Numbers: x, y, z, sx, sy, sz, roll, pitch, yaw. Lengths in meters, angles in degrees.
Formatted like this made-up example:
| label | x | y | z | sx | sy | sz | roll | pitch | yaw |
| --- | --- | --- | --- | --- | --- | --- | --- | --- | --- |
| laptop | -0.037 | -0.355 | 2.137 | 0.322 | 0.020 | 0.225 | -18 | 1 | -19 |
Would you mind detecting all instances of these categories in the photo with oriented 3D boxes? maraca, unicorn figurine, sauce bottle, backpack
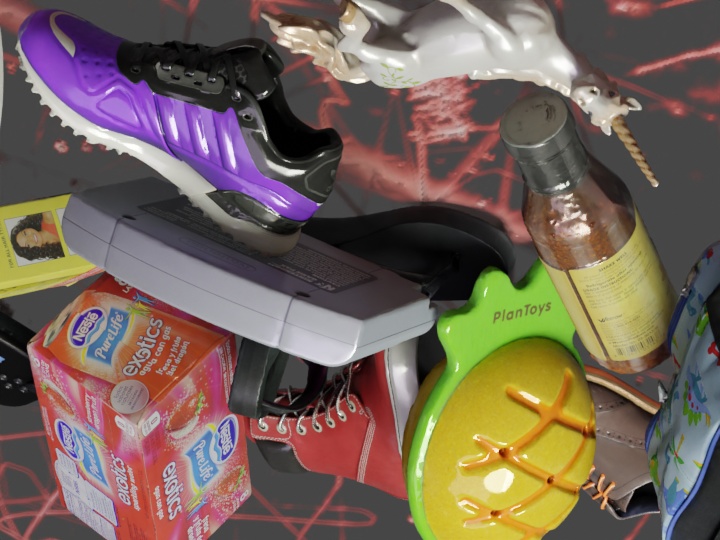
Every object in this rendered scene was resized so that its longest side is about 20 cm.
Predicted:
| label | x | y | z | sx | sy | sz | roll | pitch | yaw |
| --- | --- | --- | --- | --- | --- | --- | --- | --- | --- |
| maraca | 0.086 | 0.085 | 1.598 | 0.107 | 0.137 | 0.201 | 31 | 125 | 43 |
| unicorn figurine | 0.059 | -0.123 | 1.403 | 0.199 | 0.074 | 0.137 | 11 | 157 | 33 |
| sauce bottle | 0.131 | -0.022 | 1.509 | 0.066 | 0.066 | 0.200 | -1 | 142 | 23 |
| backpack | 0.254 | 0.079 | 1.504 | 0.182 | 0.147 | 0.200 | 3 | 139 | -15 |

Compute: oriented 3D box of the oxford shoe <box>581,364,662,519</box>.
| label | x | y | z | sx | sy | sz | roll | pitch | yaw |
| --- | --- | --- | --- | --- | --- | --- | --- | --- | --- |
| oxford shoe | 0.152 | 0.111 | 1.676 | 0.199 | 0.073 | 0.071 | 13 | 146 | 5 |

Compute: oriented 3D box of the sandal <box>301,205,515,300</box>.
| label | x | y | z | sx | sy | sz | roll | pitch | yaw |
| --- | --- | --- | --- | --- | --- | --- | --- | --- | --- |
| sandal | 0.000 | 0.000 | 1.610 | 0.199 | 0.043 | 0.076 | 0 | 142 | 23 |

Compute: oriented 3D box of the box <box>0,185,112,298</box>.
| label | x | y | z | sx | sy | sz | roll | pitch | yaw |
| --- | --- | --- | --- | --- | --- | --- | --- | --- | --- |
| box | -0.232 | -0.007 | 1.583 | 0.075 | 0.050 | 0.200 | -21 | 176 | 40 |

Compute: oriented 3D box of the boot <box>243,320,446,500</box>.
| label | x | y | z | sx | sy | sz | roll | pitch | yaw |
| --- | --- | --- | --- | --- | --- | --- | --- | --- | --- |
| boot | -0.016 | 0.082 | 1.710 | 0.144 | 0.073 | 0.200 | 11 | 148 | 10 |

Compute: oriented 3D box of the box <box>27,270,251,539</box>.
| label | x | y | z | sx | sy | sz | roll | pitch | yaw |
| --- | --- | --- | --- | --- | --- | --- | --- | --- | --- |
| box | -0.141 | 0.099 | 1.734 | 0.099 | 0.095 | 0.200 | 33 | 151 | 23 |

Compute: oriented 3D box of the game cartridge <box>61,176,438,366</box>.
| label | x | y | z | sx | sy | sz | roll | pitch | yaw |
| --- | --- | --- | --- | --- | --- | --- | --- | --- | --- |
| game cartridge | -0.068 | 0.000 | 1.534 | 0.199 | 0.133 | 0.042 | 24 | 111 | 21 |

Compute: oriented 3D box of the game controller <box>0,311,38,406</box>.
| label | x | y | z | sx | sy | sz | roll | pitch | yaw |
| --- | --- | --- | --- | --- | --- | --- | --- | --- | --- |
| game controller | -0.292 | 0.032 | 1.774 | 0.200 | 0.042 | 0.104 | 33 | 142 | -22 |

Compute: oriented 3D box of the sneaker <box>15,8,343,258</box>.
| label | x | y | z | sx | sy | sz | roll | pitch | yaw |
| --- | --- | --- | --- | --- | --- | --- | --- | --- | --- |
| sneaker | -0.094 | -0.102 | 1.494 | 0.200 | 0.070 | 0.100 | 34 | 123 | -10 |

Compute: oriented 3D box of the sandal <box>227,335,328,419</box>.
| label | x | y | z | sx | sy | sz | roll | pitch | yaw |
| --- | --- | --- | --- | --- | --- | --- | --- | --- | --- |
| sandal | -0.045 | 0.060 | 1.597 | 0.048 | 0.076 | 0.200 | 13 | -174 | 3 |

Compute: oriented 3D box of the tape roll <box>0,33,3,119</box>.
| label | x | y | z | sx | sy | sz | roll | pitch | yaw |
| --- | --- | --- | --- | --- | --- | --- | --- | --- | --- |
| tape roll | -0.301 | -0.109 | 1.443 | 0.138 | 0.203 | 0.203 | 1 | 143 | 21 |
